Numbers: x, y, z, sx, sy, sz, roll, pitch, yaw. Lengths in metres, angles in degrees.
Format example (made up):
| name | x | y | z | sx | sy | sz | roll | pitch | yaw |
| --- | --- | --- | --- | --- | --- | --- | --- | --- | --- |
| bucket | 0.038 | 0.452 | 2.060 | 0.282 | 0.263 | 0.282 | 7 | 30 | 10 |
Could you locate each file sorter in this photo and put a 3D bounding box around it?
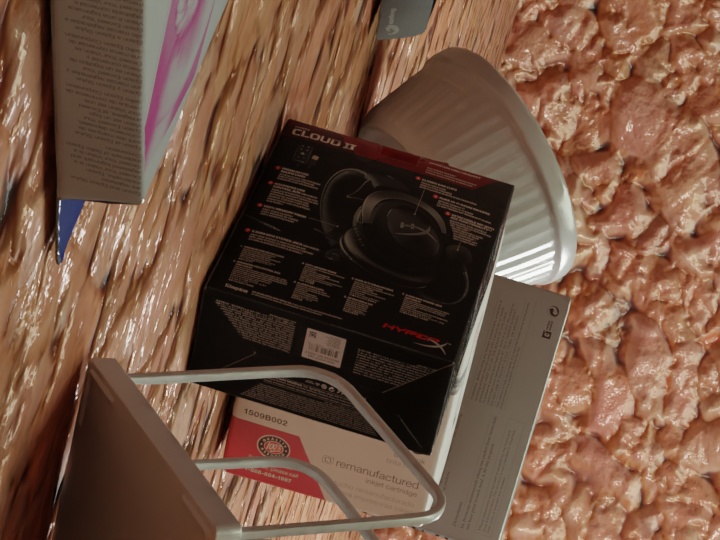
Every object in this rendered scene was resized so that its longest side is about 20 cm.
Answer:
| name | x | y | z | sx | sy | sz | roll | pitch | yaw |
| --- | --- | --- | --- | --- | --- | --- | --- | --- | --- |
| file sorter | -0.059 | 0.159 | 1.088 | 0.139 | 0.124 | 0.201 | 46 | -51 | 50 |

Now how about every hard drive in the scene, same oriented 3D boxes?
| name | x | y | z | sx | sy | sz | roll | pitch | yaw |
| --- | --- | --- | --- | --- | --- | --- | --- | --- | --- |
| hard drive | 0.054 | -0.274 | 1.773 | 0.201 | 0.042 | 0.135 | 101 | 7 | -48 |

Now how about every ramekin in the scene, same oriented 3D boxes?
| name | x | y | z | sx | sy | sz | roll | pitch | yaw |
| --- | --- | --- | --- | --- | --- | --- | --- | --- | --- |
| ramekin | 0.077 | -0.065 | 1.919 | 0.094 | 0.203 | 0.203 | -28 | 157 | -17 |

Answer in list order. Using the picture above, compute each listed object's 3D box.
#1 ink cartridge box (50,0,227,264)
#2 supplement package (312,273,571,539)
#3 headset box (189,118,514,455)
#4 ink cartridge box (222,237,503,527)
| name | x | y | z | sx | sy | sz | roll | pitch | yaw |
| --- | --- | --- | --- | --- | --- | --- | --- | --- | --- |
| ink cartridge box | -0.065 | -0.129 | 0.909 | 0.201 | 0.043 | 0.197 | 97 | 10 | -55 |
| supplement package | 0.033 | 0.087 | 1.793 | 0.147 | 0.199 | 0.192 | 62 | 45 | -84 |
| headset box | 0.000 | 0.000 | 1.437 | 0.200 | 0.148 | 0.078 | -68 | 174 | -53 |
| ink cartridge box | 0.000 | 0.049 | 1.600 | 0.083 | 0.146 | 0.201 | -65 | 170 | -59 |
